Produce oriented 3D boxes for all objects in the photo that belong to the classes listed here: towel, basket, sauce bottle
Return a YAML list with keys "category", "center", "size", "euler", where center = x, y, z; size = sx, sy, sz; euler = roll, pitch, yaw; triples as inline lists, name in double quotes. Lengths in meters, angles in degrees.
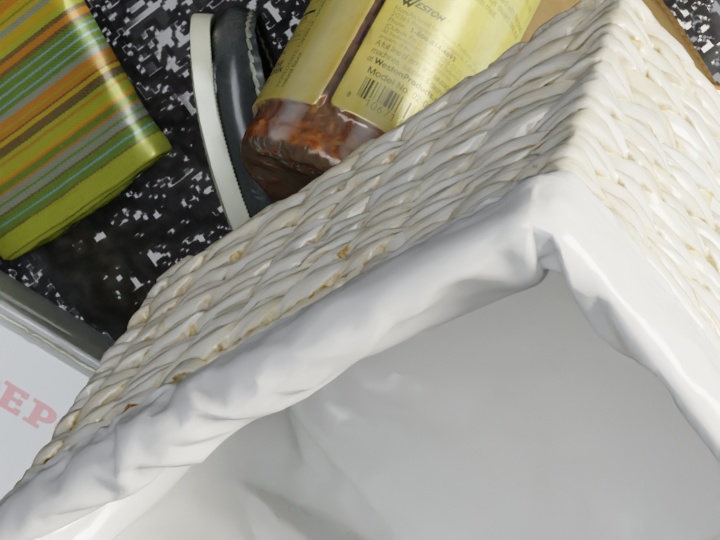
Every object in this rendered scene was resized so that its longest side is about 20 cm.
- category: "towel"
  center: [-0.137, -0.107, 0.968]
  size: [0.086, 0.018, 0.200]
  euler: [-30, 87, 38]
- category: "basket"
  center: [0.040, 0.063, 0.780]
  size: [0.198, 0.161, 0.200]
  euler: [-32, 109, 26]
- category: "sauce bottle"
  center: [0.033, -0.104, 0.889]
  size: [0.066, 0.066, 0.200]
  euler: [28, 73, 5]

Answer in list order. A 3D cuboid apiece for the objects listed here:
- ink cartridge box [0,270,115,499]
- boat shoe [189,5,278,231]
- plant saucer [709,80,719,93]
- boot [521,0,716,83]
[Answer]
- category: "ink cartridge box"
  center: [-0.161, 0.094, 0.958]
  size: [0.145, 0.088, 0.200]
  euler: [31, 95, 4]
- category: "boat shoe"
  center: [0.000, 0.000, 0.936]
  size: [0.068, 0.072, 0.200]
  euler: [-22, 106, 9]
- category: "plant saucer"
  center: [0.090, 0.038, 0.918]
  size: [0.200, 0.032, 0.201]
  euler: [-4, 103, -17]
- category: "boot"
  center: [0.005, -0.087, 0.951]
  size: [0.175, 0.066, 0.200]
  euler: [-28, 89, 6]
